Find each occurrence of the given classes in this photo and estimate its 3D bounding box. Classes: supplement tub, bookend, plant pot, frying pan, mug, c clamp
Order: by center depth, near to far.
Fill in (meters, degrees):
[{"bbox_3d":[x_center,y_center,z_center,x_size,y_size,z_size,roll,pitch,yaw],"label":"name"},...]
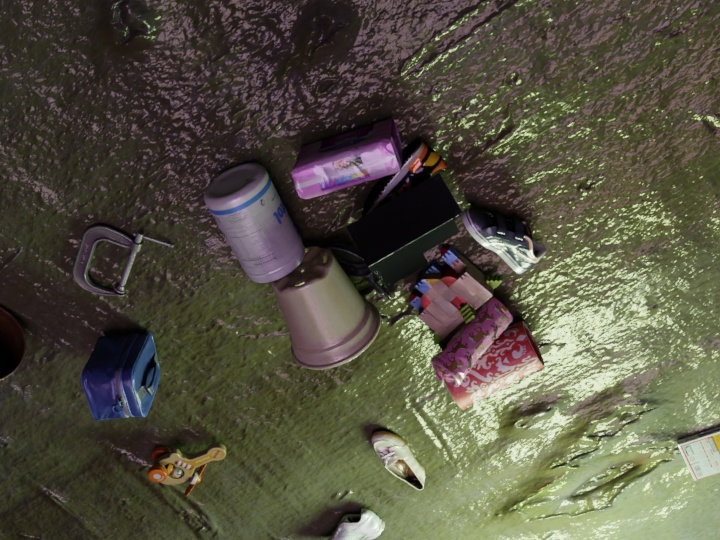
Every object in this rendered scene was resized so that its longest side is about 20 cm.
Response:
[{"bbox_3d":[0.099,-0.069,1.640,0.199,0.092,0.199,-30,162,6],"label":"bookend"},{"bbox_3d":[-0.202,-0.092,1.646,0.131,0.132,0.201,-17,124,14],"label":"supplement tub"},{"bbox_3d":[-0.084,0.061,1.707,0.199,0.201,0.184,-17,124,14],"label":"plant pot"},{"bbox_3d":[0.005,-0.005,1.734,0.189,0.031,0.115,26,157,-13],"label":"frying pan"},{"bbox_3d":[-0.504,-0.014,1.776,0.170,0.027,0.200,26,122,-16],"label":"c clamp"},{"bbox_3d":[-0.854,0.193,1.862,0.187,0.188,0.200,34,134,-20],"label":"plant pot"},{"bbox_3d":[0.288,0.197,1.862,0.199,0.177,0.134,-28,84,15],"label":"mug"}]

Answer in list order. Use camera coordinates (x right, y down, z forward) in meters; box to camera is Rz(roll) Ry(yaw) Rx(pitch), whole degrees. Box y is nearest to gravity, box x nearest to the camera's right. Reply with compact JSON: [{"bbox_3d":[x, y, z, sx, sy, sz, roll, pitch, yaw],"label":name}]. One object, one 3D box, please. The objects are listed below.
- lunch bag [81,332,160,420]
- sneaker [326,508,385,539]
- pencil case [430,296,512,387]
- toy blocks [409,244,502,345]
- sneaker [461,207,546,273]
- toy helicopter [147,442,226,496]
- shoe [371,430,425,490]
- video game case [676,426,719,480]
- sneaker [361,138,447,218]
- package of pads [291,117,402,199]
[{"bbox_3d":[-0.504,0.228,1.844,0.131,0.200,0.137,-6,120,3],"label":"lunch bag"},{"bbox_3d":[-0.036,0.680,2.239,0.200,0.071,0.080,-33,109,16],"label":"sneaker"},{"bbox_3d":[0.228,0.146,1.770,0.200,0.083,0.087,-48,144,-16],"label":"pencil case"},{"bbox_3d":[0.173,0.042,1.763,0.137,0.100,0.200,39,119,-10],"label":"toy blocks"},{"bbox_3d":[0.283,-0.074,1.675,0.079,0.079,0.200,-35,128,29],"label":"sneaker"},{"bbox_3d":[-0.411,0.477,2.096,0.199,0.079,0.133,-24,122,13],"label":"toy helicopter"},{"bbox_3d":[0.096,0.461,2.078,0.070,0.054,0.200,-31,119,22],"label":"shoe"},{"bbox_3d":[0.873,0.424,2.046,0.199,0.017,0.143,-23,121,18],"label":"video game case"},{"bbox_3d":[0.083,-0.151,1.630,0.090,0.070,0.200,31,119,-16],"label":"sneaker"},{"bbox_3d":[-0.022,-0.204,1.565,0.199,0.121,0.076,-16,118,13],"label":"package of pads"}]
